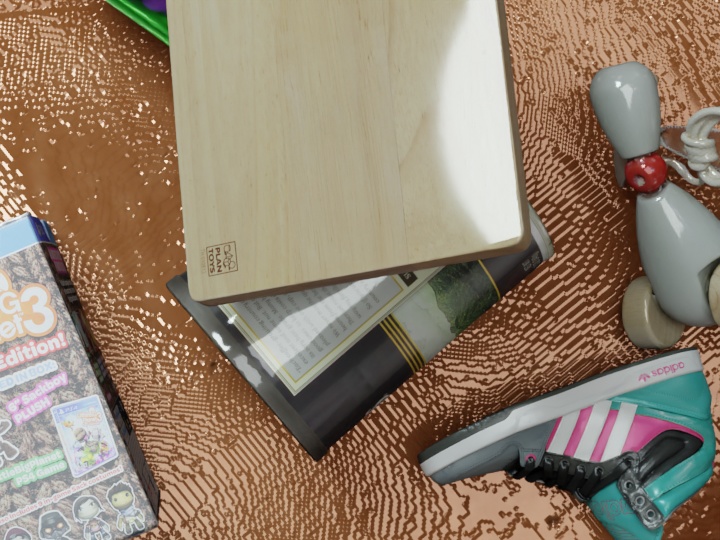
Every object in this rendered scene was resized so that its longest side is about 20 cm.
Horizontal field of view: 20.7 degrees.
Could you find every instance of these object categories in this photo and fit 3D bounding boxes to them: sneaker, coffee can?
[{"bbox_3d":[0.147,0.136,1.285,0.200,0.084,0.121,-18,82,-7],"label":"sneaker"},{"bbox_3d":[0.000,0.000,1.234,0.200,0.146,0.146,-41,94,-4],"label":"coffee can"}]

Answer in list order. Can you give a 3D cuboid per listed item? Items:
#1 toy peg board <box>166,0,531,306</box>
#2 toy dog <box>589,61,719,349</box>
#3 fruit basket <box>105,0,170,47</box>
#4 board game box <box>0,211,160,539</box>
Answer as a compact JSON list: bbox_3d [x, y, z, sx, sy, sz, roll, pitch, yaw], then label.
[{"bbox_3d":[0.003,-0.085,1.145,0.199,0.098,0.200,-10,75,19],"label":"toy peg board"},{"bbox_3d":[0.215,-0.045,1.278,0.132,0.096,0.200,15,123,31],"label":"toy dog"},{"bbox_3d":[-0.097,-0.246,1.198,0.155,0.216,0.216,35,87,-5],"label":"fruit basket"},{"bbox_3d":[-0.204,0.075,1.208,0.097,0.159,0.200,-23,91,-5],"label":"board game box"}]
